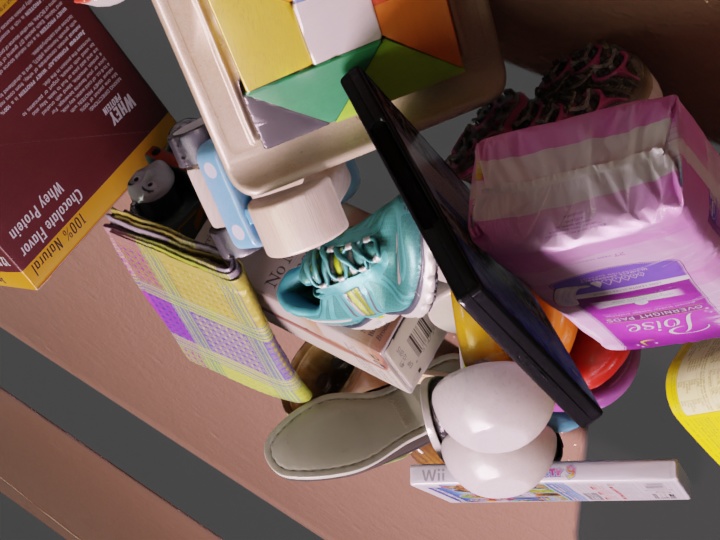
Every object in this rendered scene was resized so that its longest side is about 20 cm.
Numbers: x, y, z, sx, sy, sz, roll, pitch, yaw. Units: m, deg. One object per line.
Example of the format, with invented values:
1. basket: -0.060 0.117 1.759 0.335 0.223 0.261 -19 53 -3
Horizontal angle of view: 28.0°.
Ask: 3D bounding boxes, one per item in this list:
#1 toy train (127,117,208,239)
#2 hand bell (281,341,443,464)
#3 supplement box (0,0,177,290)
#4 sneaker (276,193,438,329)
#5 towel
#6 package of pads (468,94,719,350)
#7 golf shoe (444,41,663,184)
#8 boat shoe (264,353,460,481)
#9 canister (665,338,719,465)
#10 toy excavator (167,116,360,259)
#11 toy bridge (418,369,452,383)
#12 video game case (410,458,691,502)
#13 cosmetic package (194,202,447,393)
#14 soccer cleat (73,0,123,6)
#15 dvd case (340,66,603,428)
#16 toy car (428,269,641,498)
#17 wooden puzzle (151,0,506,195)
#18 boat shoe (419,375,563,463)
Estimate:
1. toy train: -0.133 -0.033 1.238 0.085 0.114 0.201 21 150 32
2. hand bell: 0.032 0.141 1.345 0.199 0.105 0.104 38 158 -29
3. supplement box: -0.299 -0.126 1.216 0.132 0.198 0.201 4 139 51
4. sneaker: 0.000 0.000 0.979 0.079 0.079 0.200 4 161 -20
5. towel: -0.120 0.032 1.168 0.142 0.023 0.201 20 152 31
6. package of pads: 0.152 -0.019 0.805 0.119 0.077 0.200 -9 156 28
7. golf shoe: 0.131 -0.076 0.866 0.092 0.073 0.200 37 163 -12
8. boat shoe: 0.013 0.135 1.232 0.061 0.199 0.072 99 149 -64
9. canister: 0.294 0.081 0.874 0.148 0.087 0.200 44 156 -9
10. toy excavator: -0.048 -0.067 0.992 0.199 0.194 0.101 -8 113 45
11. toy bridge: 0.026 0.049 1.209 0.199 0.067 0.027 35 155 10
12. video game case: 0.151 0.164 1.118 0.197 0.018 0.143 -4 165 16
13. cosmetic package: -0.026 0.002 1.148 0.198 0.104 0.087 23 165 29
14. soccer cleat: -0.117 -0.225 0.971 0.198 0.077 0.070 -9 102 35
15. dvd case: 0.059 -0.016 0.808 0.143 0.017 0.201 43 -165 -42
16. toy car: 0.122 0.051 1.008 0.148 0.177 0.201 -7 151 4
17. wooden puzzle: -0.018 -0.149 0.822 0.037 0.183 0.201 -112 1 -52
18. boat shoe: 0.106 0.126 1.149 0.060 0.075 0.200 -14 153 22
